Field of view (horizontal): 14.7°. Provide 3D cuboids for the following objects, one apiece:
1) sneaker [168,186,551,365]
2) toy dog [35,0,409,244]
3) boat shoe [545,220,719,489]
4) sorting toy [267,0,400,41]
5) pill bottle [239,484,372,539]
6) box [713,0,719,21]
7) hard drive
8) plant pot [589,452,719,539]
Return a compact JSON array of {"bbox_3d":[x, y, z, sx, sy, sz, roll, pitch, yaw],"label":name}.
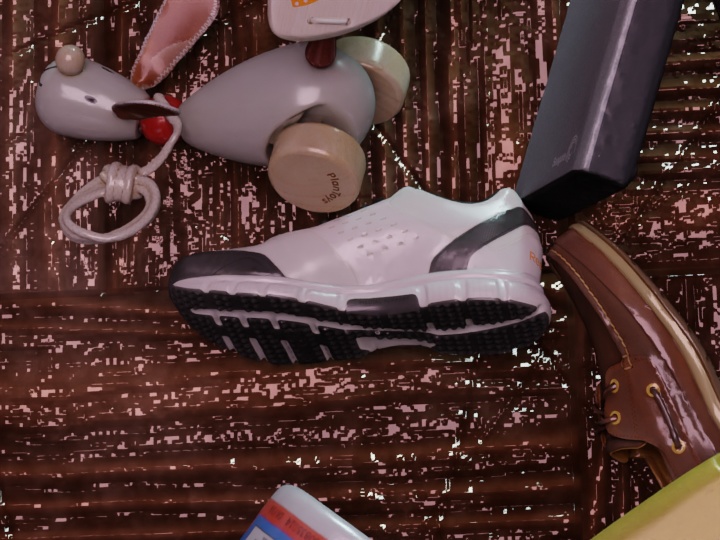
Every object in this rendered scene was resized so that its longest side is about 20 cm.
[{"bbox_3d":[0.000,0.000,1.445,0.199,0.074,0.080,-1,61,6],"label":"sneaker"},{"bbox_3d":[-0.074,-0.097,1.441,0.199,0.097,0.132,-8,44,0],"label":"toy dog"},{"bbox_3d":[0.149,0.067,1.407,0.067,0.072,0.200,-33,80,-3],"label":"boat shoe"},{"bbox_3d":[0.011,-0.217,1.439,0.179,0.107,0.200,-6,36,-20],"label":"sorting toy"},{"bbox_3d":[-0.052,0.216,1.380,0.112,0.112,0.200,35,84,11],"label":"pill bottle"},{"bbox_3d":[0.278,-0.166,1.417,0.199,0.100,0.075,-24,41,-1],"label":"box"},{"bbox_3d":[0.132,-0.130,1.413,0.033,0.140,0.201,18,81,-8],"label":"hard drive"},{"bbox_3d":[0.170,0.189,1.294,0.200,0.200,0.177,42,102,12],"label":"plant pot"}]
